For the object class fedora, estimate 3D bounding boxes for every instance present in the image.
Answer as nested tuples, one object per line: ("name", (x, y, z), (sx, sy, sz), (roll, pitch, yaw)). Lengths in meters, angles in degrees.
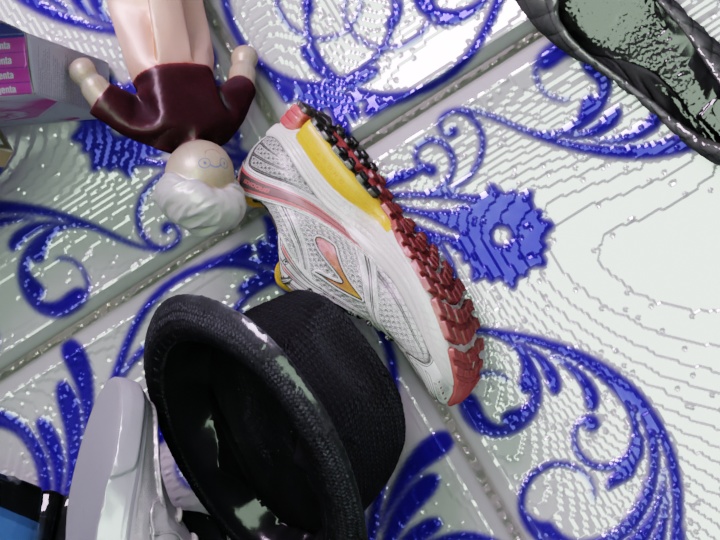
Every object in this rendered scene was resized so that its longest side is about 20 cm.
("fedora", (-0.036, 0.083, 1.649), (0.092, 0.201, 0.201), (-36, 79, -31))

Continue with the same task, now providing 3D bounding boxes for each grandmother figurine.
("grandmother figurine", (-0.111, -0.113, 1.679), (0.121, 0.061, 0.201), (-9, 72, -19))

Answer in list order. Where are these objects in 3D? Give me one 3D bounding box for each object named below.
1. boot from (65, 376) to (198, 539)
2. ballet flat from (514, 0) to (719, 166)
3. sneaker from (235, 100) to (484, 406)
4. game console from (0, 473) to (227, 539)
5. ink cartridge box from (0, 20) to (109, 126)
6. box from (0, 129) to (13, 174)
("boot", (-0.116, 0.166, 1.656), (0.095, 0.074, 0.201), (11, 77, -23))
("ballet flat", (0.163, -0.131, 1.648), (0.200, 0.057, 0.067), (38, 96, 11))
("sneaker", (0.000, 0.000, 1.679), (0.082, 0.078, 0.200), (-41, 71, 13))
("game console", (-0.184, 0.217, 1.660), (0.170, 0.118, 0.201), (6, 73, 12))
("ink cartridge box", (-0.267, -0.108, 1.670), (0.196, 0.200, 0.043), (-3, 87, 13))
("box", (-0.299, -0.008, 1.687), (0.200, 0.121, 0.032), (-55, 52, 29))
